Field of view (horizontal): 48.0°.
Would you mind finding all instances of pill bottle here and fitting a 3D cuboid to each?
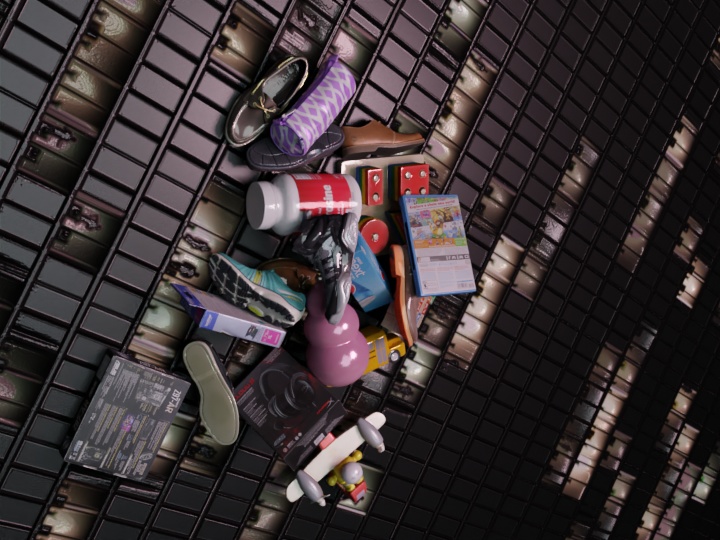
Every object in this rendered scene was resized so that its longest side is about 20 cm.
[{"bbox_3d":[-0.106,-0.123,1.501,0.198,0.112,0.114,-5,105,-31],"label":"pill bottle"}]

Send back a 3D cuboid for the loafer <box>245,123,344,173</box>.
[{"bbox_3d":[-0.121,-0.214,1.498,0.198,0.063,0.072,-21,71,-25],"label":"loafer"}]

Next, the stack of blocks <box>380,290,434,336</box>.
[{"bbox_3d":[0.120,0.040,1.688,0.202,0.058,0.115,-66,162,-2],"label":"stack of blocks"}]

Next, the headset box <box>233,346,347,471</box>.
[{"bbox_3d":[-0.147,0.252,1.536,0.149,0.199,0.078,-44,150,-13],"label":"headset box"}]

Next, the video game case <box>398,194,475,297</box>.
[{"bbox_3d":[0.154,-0.052,1.608,0.141,0.018,0.203,-4,79,-33],"label":"video game case"}]

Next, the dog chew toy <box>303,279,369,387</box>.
[{"bbox_3d":[-0.053,0.115,1.530,0.123,0.124,0.203,-21,110,-26],"label":"dog chew toy"}]

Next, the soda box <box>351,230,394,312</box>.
[{"bbox_3d":[0.000,0.000,1.577,0.067,0.065,0.200,-21,143,10],"label":"soda box"}]

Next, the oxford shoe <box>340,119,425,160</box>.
[{"bbox_3d":[0.045,-0.264,1.592,0.198,0.071,0.072,-8,82,-36],"label":"oxford shoe"}]

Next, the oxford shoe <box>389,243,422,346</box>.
[{"bbox_3d":[0.104,0.048,1.596,0.072,0.071,0.203,-5,92,-10],"label":"oxford shoe"}]

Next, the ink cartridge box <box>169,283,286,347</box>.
[{"bbox_3d":[-0.245,0.081,1.461,0.198,0.119,0.042,22,97,-35],"label":"ink cartridge box"}]

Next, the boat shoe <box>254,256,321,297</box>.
[{"bbox_3d":[-0.109,0.019,1.563,0.198,0.068,0.073,4,102,-32],"label":"boat shoe"}]

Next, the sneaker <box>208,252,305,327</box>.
[{"bbox_3d":[-0.190,0.030,1.485,0.199,0.078,0.080,33,43,-1],"label":"sneaker"}]

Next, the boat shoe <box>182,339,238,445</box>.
[{"bbox_3d":[-0.270,0.220,1.498,0.074,0.066,0.202,-23,96,8],"label":"boat shoe"}]

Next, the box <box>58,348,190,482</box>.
[{"bbox_3d":[-0.418,0.260,1.443,0.159,0.043,0.202,26,88,-35],"label":"box"}]

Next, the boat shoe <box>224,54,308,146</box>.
[{"bbox_3d":[-0.166,-0.305,1.440,0.072,0.059,0.201,44,78,-22],"label":"boat shoe"}]

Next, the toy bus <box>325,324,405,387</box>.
[{"bbox_3d":[-0.005,0.173,1.674,0.198,0.065,0.079,-22,112,-26],"label":"toy bus"}]

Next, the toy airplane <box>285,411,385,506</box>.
[{"bbox_3d":[-0.045,0.383,1.657,0.197,0.141,0.203,12,96,-34],"label":"toy airplane"}]

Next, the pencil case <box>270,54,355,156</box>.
[{"bbox_3d":[-0.087,-0.295,1.460,0.201,0.083,0.086,-56,134,-31],"label":"pencil case"}]

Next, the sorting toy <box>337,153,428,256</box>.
[{"bbox_3d":[0.056,-0.125,1.630,0.198,0.069,0.202,-10,108,-31],"label":"sorting toy"}]

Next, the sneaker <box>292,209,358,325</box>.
[{"bbox_3d":[-0.069,-0.009,1.444,0.112,0.075,0.203,8,91,-3],"label":"sneaker"}]
